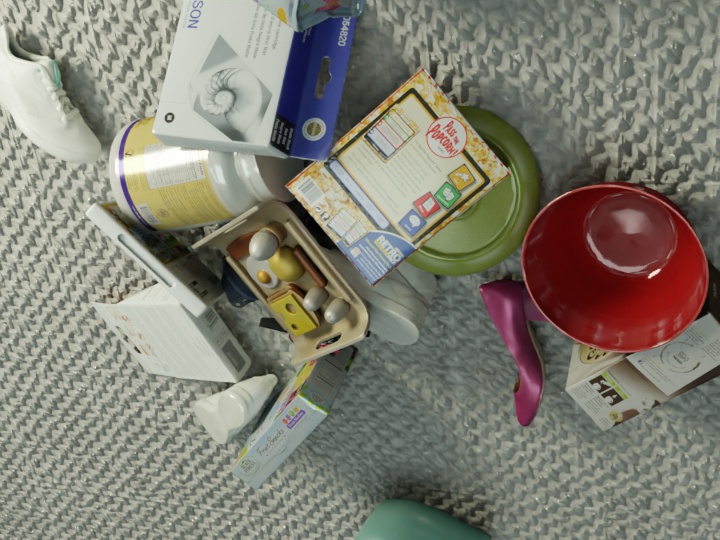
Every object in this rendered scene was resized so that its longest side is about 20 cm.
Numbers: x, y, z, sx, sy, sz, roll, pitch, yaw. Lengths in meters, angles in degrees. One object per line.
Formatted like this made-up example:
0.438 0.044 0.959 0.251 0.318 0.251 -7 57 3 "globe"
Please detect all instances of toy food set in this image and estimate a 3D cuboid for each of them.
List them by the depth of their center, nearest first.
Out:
-0.097 0.021 1.181 0.143 0.060 0.200 -26 106 44 "toy food set"

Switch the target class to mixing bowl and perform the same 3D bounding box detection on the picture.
0.292 -0.021 1.107 0.200 0.108 0.200 12 121 22 "mixing bowl"

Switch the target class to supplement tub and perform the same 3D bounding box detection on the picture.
-0.185 -0.127 1.198 0.200 0.145 0.146 -8 118 24 "supplement tub"

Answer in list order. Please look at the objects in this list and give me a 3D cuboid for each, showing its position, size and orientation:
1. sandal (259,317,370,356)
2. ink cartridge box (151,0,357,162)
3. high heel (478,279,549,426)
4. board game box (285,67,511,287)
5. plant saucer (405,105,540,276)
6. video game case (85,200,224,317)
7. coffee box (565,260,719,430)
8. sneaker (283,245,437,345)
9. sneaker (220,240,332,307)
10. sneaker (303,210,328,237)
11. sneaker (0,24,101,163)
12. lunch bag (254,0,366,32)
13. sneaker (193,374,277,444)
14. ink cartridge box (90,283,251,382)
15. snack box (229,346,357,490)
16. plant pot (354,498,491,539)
-0.060 0.087 1.293 0.075 0.045 0.200 20 165 -39 "sandal"
-0.116 -0.226 1.099 0.200 0.200 0.041 7 168 14 "ink cartridge box"
0.189 0.107 1.254 0.096 0.067 0.200 6 118 5 "high heel"
0.042 -0.103 1.101 0.200 0.046 0.152 -39 96 10 "board game box"
0.108 -0.088 1.139 0.200 0.031 0.200 1 102 4 "plant saucer"
-0.252 -0.021 1.261 0.182 0.200 0.023 43 94 -4 "video game case"
0.349 0.090 1.164 0.080 0.113 0.200 46 125 -12 "coffee box"
0.000 0.000 1.233 0.200 0.116 0.074 32 138 -4 "sneaker"
-0.089 0.021 1.306 0.202 0.077 0.146 39 135 -18 "sneaker"
0.021 -0.067 1.201 0.200 0.081 0.074 -6 119 23 "sneaker"
-0.401 -0.223 1.257 0.200 0.075 0.088 43 114 -8 "sneaker"
-0.062 -0.370 0.987 0.170 0.127 0.200 38 136 27 "lunch bag"
-0.177 0.196 1.451 0.075 0.088 0.200 56 148 -3 "sneaker"
-0.273 0.088 1.426 0.200 0.047 0.160 0 134 39 "ink cartridge box"
-0.093 0.195 1.372 0.053 0.142 0.200 36 126 -5 "snack box"
0.069 0.426 1.428 0.161 0.201 0.201 31 128 15 "plant pot"
